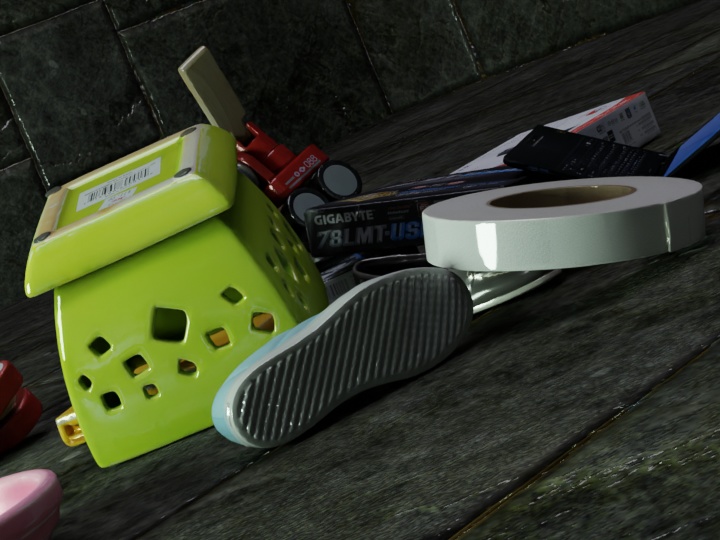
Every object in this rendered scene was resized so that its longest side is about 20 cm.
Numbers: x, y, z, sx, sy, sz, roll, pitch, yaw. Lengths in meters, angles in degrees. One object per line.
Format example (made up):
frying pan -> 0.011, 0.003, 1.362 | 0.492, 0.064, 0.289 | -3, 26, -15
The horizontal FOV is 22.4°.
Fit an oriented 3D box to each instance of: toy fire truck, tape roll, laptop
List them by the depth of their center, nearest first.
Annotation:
tape roll -> 0.144, -0.035, 1.284 | 0.201, 0.037, 0.203 | -6, 8, 1
laptop -> 0.245, -0.134, 1.605 | 0.199, 0.104, 0.177 | 14, 17, 12
toy fire truck -> -0.398, 0.154, 1.667 | 0.199, 0.112, 0.168 | -18, 33, 40
toy fire truck -> -0.118, -0.088, 1.698 | 0.176, 0.200, 0.129 | -45, -7, -39

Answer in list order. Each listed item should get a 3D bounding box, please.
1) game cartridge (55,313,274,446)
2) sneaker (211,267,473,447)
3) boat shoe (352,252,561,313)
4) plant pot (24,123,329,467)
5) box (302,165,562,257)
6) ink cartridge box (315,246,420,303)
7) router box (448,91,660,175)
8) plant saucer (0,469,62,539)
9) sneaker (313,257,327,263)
game cartridge -> -0.155, 0.089, 1.604 | 0.175, 0.033, 0.200 | -21, 5, 17
sneaker -> -0.018, 0.054, 1.232 | 0.199, 0.074, 0.082 | -25, 10, -24
boat shoe -> 0.065, 0.004, 1.389 | 0.199, 0.057, 0.067 | -16, 10, 46
plant pot -> -0.149, 0.006, 1.418 | 0.199, 0.182, 0.199 | -24, 20, 6
box -> 0.080, -0.059, 1.642 | 0.199, 0.050, 0.198 | -6, 9, 29
ink cartridge box -> 0.000, 0.000, 1.710 | 0.099, 0.039, 0.200 | -25, 7, -5
router box -> 0.186, -0.111, 1.882 | 0.179, 0.049, 0.200 | -17, 10, 43
plant saucer -> -0.275, 0.190, 1.141 | 0.199, 0.051, 0.201 | -23, 6, 3
sneaker -> -0.112, 0.021, 1.789 | 0.199, 0.084, 0.080 | -10, 13, -35
